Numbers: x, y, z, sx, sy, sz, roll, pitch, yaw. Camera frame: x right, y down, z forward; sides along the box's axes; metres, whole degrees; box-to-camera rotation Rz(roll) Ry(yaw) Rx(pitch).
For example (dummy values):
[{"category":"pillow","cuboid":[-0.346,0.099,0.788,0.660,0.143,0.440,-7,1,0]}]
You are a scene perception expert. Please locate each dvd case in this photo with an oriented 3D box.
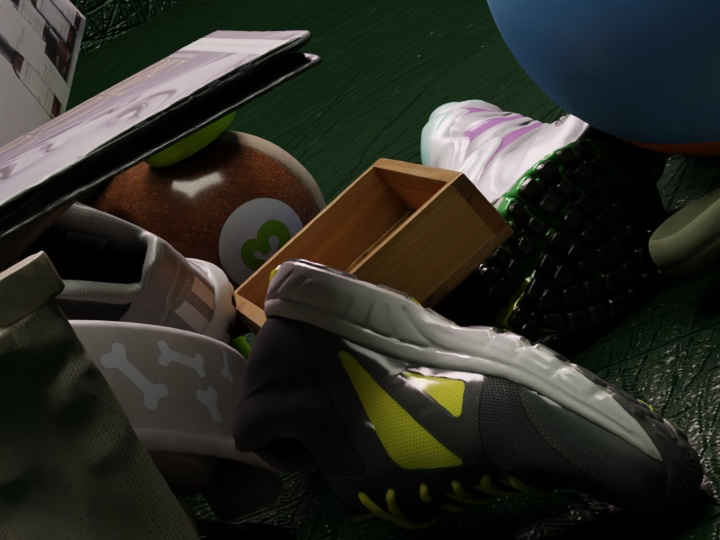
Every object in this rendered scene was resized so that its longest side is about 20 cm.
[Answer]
[{"category":"dvd case","cuboid":[-0.119,-0.036,1.064,0.200,0.016,0.149,-29,11,-11]}]

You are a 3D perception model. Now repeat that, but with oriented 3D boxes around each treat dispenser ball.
[{"category":"treat dispenser ball","cuboid":[0.151,-0.151,1.297,0.201,0.201,0.201,-27,12,6]}]

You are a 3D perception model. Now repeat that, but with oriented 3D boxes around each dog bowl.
[{"category":"dog bowl","cuboid":[-0.133,0.070,1.244,0.200,0.059,0.200,-3,-15,-1]}]

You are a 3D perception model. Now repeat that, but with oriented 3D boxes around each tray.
[{"category":"tray","cuboid":[0.000,0.000,1.250,0.099,0.037,0.200,-43,8,-4]}]

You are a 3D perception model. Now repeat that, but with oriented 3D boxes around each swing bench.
[{"category":"swing bench","cuboid":[-0.113,0.089,1.043,0.130,0.199,0.200,-28,12,4]}]

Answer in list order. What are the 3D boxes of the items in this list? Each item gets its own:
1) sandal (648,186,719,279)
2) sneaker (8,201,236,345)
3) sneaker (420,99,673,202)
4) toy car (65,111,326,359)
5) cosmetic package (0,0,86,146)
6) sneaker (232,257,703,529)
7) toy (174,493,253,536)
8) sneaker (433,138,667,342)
[{"category":"sandal","cuboid":[0.184,-0.069,1.197,0.201,0.057,0.080,-39,-4,30]},{"category":"sneaker","cuboid":[-0.163,0.005,1.274,0.200,0.075,0.116,-8,-25,16]},{"category":"sneaker","cuboid":[0.102,-0.050,1.453,0.140,0.078,0.200,-23,23,16]},{"category":"toy car","cuboid":[-0.110,0.027,1.414,0.158,0.164,0.200,-20,24,33]},{"category":"cosmetic package","cuboid":[-0.187,-0.083,1.425,0.051,0.083,0.200,-27,34,25]},{"category":"sneaker","cuboid":[0.036,0.063,1.079,0.200,0.074,0.085,21,84,38]},{"category":"toy","cuboid":[-0.158,0.135,1.267,0.200,0.047,0.115,-15,-16,29]},{"category":"sneaker","cuboid":[0.054,0.006,1.299,0.200,0.078,0.085,-35,13,-25]}]
